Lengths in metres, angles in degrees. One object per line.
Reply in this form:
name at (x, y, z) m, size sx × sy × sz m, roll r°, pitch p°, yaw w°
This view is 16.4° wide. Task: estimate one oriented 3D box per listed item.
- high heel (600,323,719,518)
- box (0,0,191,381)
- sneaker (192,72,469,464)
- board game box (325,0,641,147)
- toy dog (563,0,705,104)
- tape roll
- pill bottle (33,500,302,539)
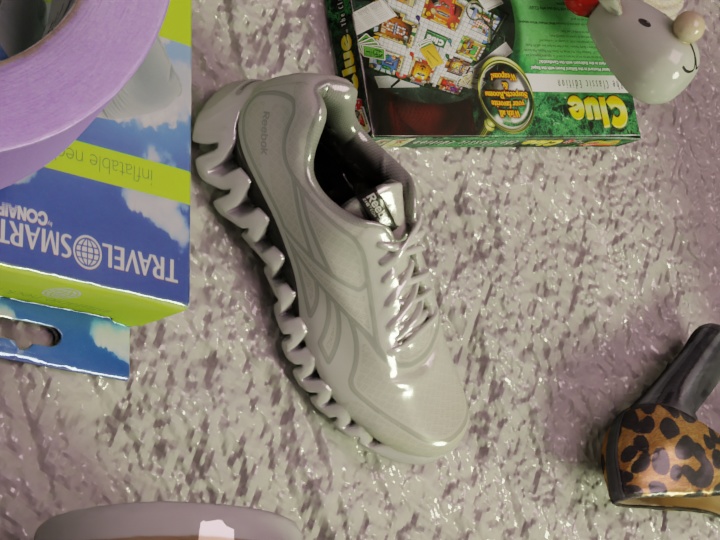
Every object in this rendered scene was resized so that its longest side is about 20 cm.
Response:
high heel at (0.207, 0.138, 1.300) m, size 0.200 × 0.071 × 0.143 m, roll 50°, pitch 43°, yaw -3°
box at (-0.130, -0.063, 1.055) m, size 0.121 × 0.048 × 0.201 m, roll 13°, pitch 69°, yaw -41°
sneaker at (0.000, 0.000, 1.140) m, size 0.075 × 0.081 × 0.201 m, roll -43°, pitch 110°, yaw -44°
board game box at (0.063, -0.115, 1.273) m, size 0.199 × 0.023 × 0.105 m, roll -2°, pitch 77°, yaw -44°
toy dog at (0.115, -0.190, 1.265) m, size 0.200 × 0.096 × 0.132 m, roll 38°, pitch 42°, yaw -14°
tape roll at (-0.175, -0.130, 0.975) m, size 0.199 × 0.066 × 0.201 m, roll 7°, pitch 71°, yaw -22°
pill bottle at (-0.076, 0.198, 0.986) m, size 0.111 × 0.111 × 0.201 m, roll 13°, pitch 70°, yaw -41°
